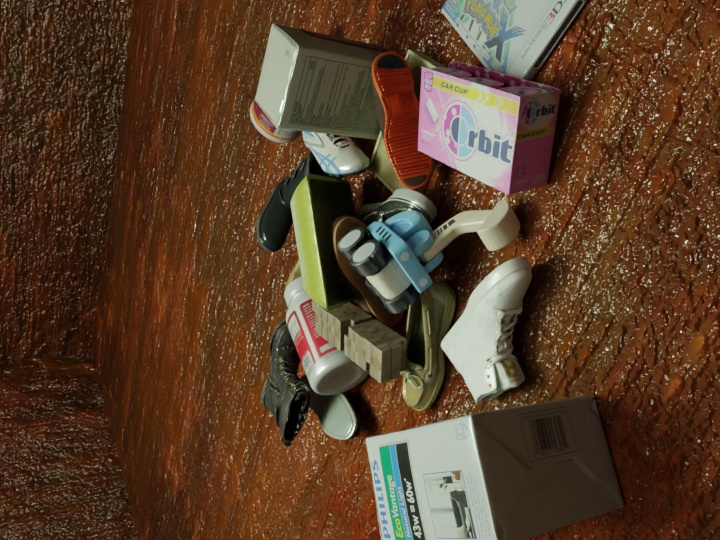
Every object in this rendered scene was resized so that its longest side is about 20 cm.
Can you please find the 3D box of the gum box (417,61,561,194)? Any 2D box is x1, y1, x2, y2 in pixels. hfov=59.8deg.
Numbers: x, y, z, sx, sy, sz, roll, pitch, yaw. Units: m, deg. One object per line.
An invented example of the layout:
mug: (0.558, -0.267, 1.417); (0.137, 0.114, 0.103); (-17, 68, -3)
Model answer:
gum box: (0.149, -0.186, 0.788); (0.200, 0.066, 0.114); (40, 138, 49)

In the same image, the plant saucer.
plant saucer: (-0.054, -0.045, 1.002); (0.048, 0.200, 0.201); (-8, 92, 17)

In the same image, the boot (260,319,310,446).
boot: (-0.122, 0.197, 1.137); (0.174, 0.069, 0.202); (-164, 86, -68)

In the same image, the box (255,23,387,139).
box: (-0.047, -0.293, 0.986); (0.109, 0.199, 0.128); (53, 132, 43)

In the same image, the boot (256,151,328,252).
boot: (-0.120, -0.138, 1.195); (0.200, 0.065, 0.166); (-26, 47, 52)

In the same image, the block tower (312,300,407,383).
block tower: (-0.004, 0.100, 0.964); (0.200, 0.054, 0.058); (32, 127, 51)

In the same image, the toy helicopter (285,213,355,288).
toy helicopter: (-0.089, -0.054, 1.160); (0.201, 0.078, 0.132); (-61, 15, 15)

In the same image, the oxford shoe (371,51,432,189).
oxford shoe: (0.061, -0.211, 0.915); (0.073, 0.071, 0.202); (117, 144, -80)

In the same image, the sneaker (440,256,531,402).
sneaker: (0.178, 0.084, 0.778); (0.116, 0.073, 0.201); (62, 148, 32)

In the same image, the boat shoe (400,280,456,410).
boat shoe: (0.087, 0.113, 0.919); (0.073, 0.063, 0.202); (36, 120, 51)

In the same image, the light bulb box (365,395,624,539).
light bulb box: (0.144, 0.229, 0.713); (0.200, 0.197, 0.126); (-31, 63, 52)

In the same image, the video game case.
video game case: (0.193, -0.349, 0.779); (0.183, 0.022, 0.201); (-57, 46, 40)

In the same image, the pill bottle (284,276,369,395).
pill bottle: (-0.066, 0.108, 1.109); (0.113, 0.112, 0.201); (-59, 44, 39)

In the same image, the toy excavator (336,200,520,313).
toy excavator: (0.090, -0.039, 0.844); (0.200, 0.100, 0.194); (-40, 28, -2)

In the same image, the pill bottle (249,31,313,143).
pill bottle: (-0.123, -0.343, 1.182); (0.200, 0.114, 0.115); (-41, 57, 49)

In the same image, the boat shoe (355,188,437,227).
boat shoe: (0.044, -0.070, 0.959); (0.064, 0.071, 0.200); (-55, 18, -21)

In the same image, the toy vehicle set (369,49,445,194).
toy vehicle set: (0.080, -0.216, 0.951); (0.124, 0.026, 0.201); (52, 132, 43)

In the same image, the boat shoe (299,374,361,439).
boat shoe: (-0.048, 0.248, 1.139); (0.076, 0.060, 0.200); (-59, 36, 2)

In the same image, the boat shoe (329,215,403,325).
boat shoe: (0.000, 0.000, 0.973); (0.070, 0.070, 0.201); (32, 151, 58)

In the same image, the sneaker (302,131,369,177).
sneaker: (-0.048, -0.217, 1.059); (0.200, 0.071, 0.073); (49, 154, 46)
